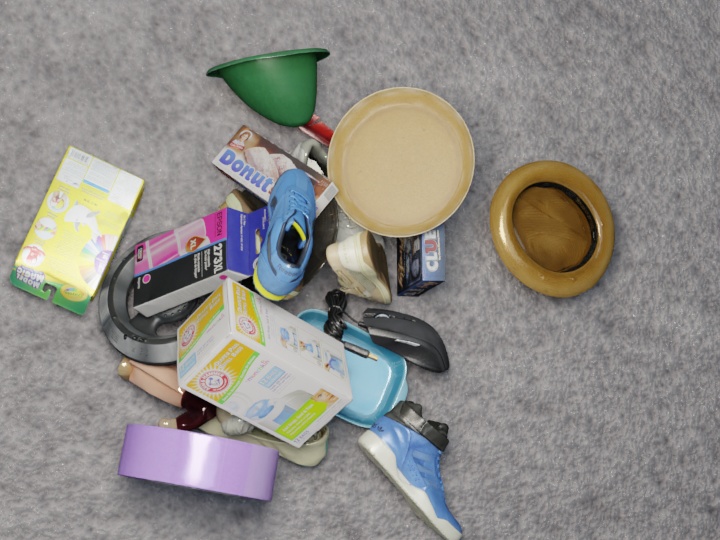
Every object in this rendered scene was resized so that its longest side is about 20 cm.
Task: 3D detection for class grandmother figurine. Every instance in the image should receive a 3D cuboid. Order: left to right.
[{"bbox_3d":[-0.221,0.159,1.610,0.198,0.061,0.122,24,73,19],"label":"grandmother figurine"}]

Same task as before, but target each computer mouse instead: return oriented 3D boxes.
[{"bbox_3d":[0.041,0.087,1.675,0.198,0.141,0.046,28,113,-6],"label":"computer mouse"}]

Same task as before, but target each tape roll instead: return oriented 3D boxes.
[{"bbox_3d":[-0.204,0.244,1.564,0.197,0.200,0.067,12,78,-9],"label":"tape roll"}]

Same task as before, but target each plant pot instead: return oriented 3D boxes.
[{"bbox_3d":[0.054,-0.142,1.643,0.196,0.027,0.204,-1,81,8],"label":"plant pot"}]

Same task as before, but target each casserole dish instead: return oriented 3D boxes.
[{"bbox_3d":[-0.030,0.136,1.702,0.198,0.039,0.123,27,76,-7],"label":"casserole dish"}]

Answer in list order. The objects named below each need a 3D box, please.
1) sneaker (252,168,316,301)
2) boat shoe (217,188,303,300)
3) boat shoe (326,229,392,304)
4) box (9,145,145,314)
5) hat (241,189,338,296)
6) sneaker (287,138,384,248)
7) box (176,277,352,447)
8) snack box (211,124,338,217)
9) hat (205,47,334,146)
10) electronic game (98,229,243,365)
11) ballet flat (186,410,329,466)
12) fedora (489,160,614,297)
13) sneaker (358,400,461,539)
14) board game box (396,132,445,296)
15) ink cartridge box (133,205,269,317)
[{"bbox_3d":[-0.080,-0.058,1.525,0.065,0.079,0.202,25,48,-17],"label":"sneaker"},{"bbox_3d":[-0.140,-0.019,1.608,0.076,0.201,0.072,-43,134,9],"label":"boat shoe"},{"bbox_3d":[0.000,0.000,1.650,0.064,0.200,0.073,-12,73,8],"label":"boat shoe"},{"bbox_3d":[-0.379,-0.050,1.659,0.116,0.048,0.203,24,74,-7],"label":"box"},{"bbox_3d":[-0.103,-0.036,1.682,0.197,0.081,0.204,-11,65,24],"label":"hat"},{"bbox_3d":[-0.034,-0.095,1.704,0.200,0.099,0.078,48,61,-1],"label":"sneaker"},{"bbox_3d":[-0.121,0.117,1.549,0.199,0.102,0.112,32,118,-31],"label":"box"},{"bbox_3d":[-0.117,-0.127,1.670,0.199,0.024,0.072,35,82,38],"label":"snack box"},{"bbox_3d":[-0.101,-0.201,1.693,0.196,0.166,0.179,-9,94,3],"label":"hat"},{"bbox_3d":[-0.252,0.033,1.638,0.196,0.042,0.203,-4,59,7],"label":"electronic game"},{"bbox_3d":[-0.132,0.201,1.653,0.197,0.069,0.071,20,77,-11],"label":"ballet flat"},{"bbox_3d":[0.265,-0.057,1.773,0.197,0.082,0.205,2,83,-16],"label":"fedora"},{"bbox_3d":[0.097,0.266,1.678,0.111,0.077,0.201,-42,98,-13],"label":"sneaker"},{"bbox_3d":[0.082,-0.075,1.710,0.034,0.135,0.204,2,80,-13],"label":"board game box"},{"bbox_3d":[-0.203,-0.017,1.575,0.197,0.037,0.096,-19,56,22],"label":"ink cartridge box"}]
